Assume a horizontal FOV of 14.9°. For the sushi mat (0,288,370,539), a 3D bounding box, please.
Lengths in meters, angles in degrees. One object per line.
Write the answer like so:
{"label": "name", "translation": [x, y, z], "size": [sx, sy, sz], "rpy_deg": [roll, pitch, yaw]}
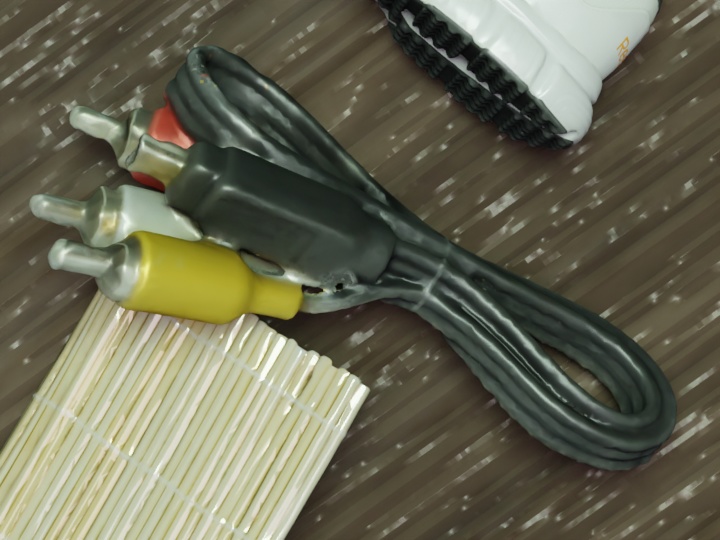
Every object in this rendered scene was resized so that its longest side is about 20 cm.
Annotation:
{"label": "sushi mat", "translation": [-0.084, 0.097, 0.816], "size": [0.095, 0.012, 0.201], "rpy_deg": [29, 87, 20]}

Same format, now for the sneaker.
{"label": "sneaker", "translation": [0.007, -0.126, 0.803], "size": [0.200, 0.074, 0.080], "rpy_deg": [42, 81, -7]}

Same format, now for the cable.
{"label": "cable", "translation": [0.000, 0.000, 0.820], "size": [0.199, 0.097, 0.050], "rpy_deg": [26, 128, -19]}
